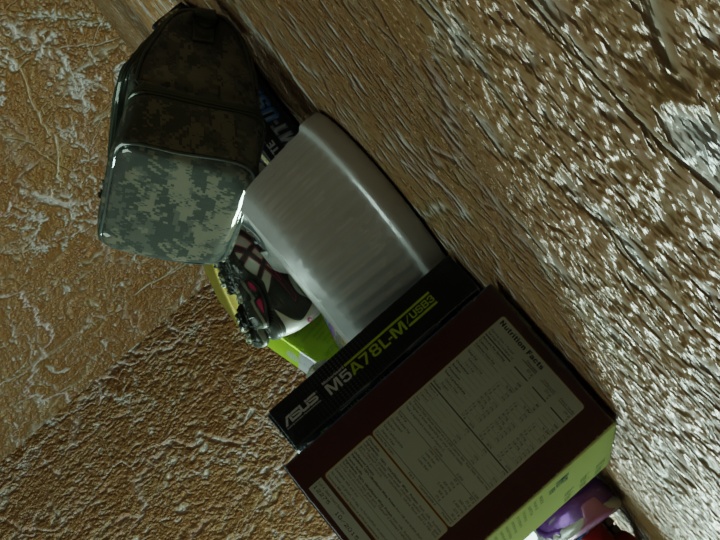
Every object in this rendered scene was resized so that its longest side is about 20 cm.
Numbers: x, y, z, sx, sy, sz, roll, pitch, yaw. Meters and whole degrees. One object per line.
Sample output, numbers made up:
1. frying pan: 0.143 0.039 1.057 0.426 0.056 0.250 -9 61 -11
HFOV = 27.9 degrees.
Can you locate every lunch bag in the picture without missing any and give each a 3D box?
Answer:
1. lunch bag: -0.163 -0.122 1.333 0.137 0.170 0.201 11 149 -9

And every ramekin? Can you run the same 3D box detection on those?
1. ramekin: -0.014 -0.024 1.228 0.201 0.105 0.200 50 176 5

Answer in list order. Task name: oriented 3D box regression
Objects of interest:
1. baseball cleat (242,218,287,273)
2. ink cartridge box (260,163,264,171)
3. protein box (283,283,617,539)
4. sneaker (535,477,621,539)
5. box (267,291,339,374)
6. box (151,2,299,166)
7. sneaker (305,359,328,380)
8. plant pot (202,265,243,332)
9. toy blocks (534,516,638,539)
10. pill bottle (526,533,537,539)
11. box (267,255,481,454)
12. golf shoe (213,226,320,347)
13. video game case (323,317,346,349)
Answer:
1. baseball cleat: -0.119 -0.057 1.565 0.199 0.070 0.107 32 145 33
2. ink cartridge box: -0.106 -0.100 1.690 0.201 0.050 0.110 52 -156 -30
3. protein box: 0.074 0.145 1.091 0.135 0.200 0.199 48 176 17
4. sneaker: 0.180 0.199 1.361 0.089 0.080 0.200 62 175 -2
5. box: -0.001 0.082 1.637 0.199 0.122 0.048 34 152 15
6. box: -0.125 -0.179 1.501 0.201 0.050 0.198 53 175 -23
7. sneaker: 0.019 0.179 1.546 0.199 0.085 0.075 32 -156 20
8. plant pot: -0.183 -0.054 2.426 0.201 0.193 0.195 61 172 -24
9. toy blocks: 0.260 0.302 1.372 0.201 0.100 0.137 50 165 7
10. pill bottle: 0.224 0.394 2.441 0.112 0.111 0.200 52 176 -28
11. box: 0.034 0.100 1.204 0.048 0.193 0.200 45 175 27
12. golf shoe: -0.115 -0.003 1.627 0.078 0.087 0.201 96 153 -52
13. video game case: -0.002 0.037 1.508 0.144 0.018 0.201 103 150 -42
